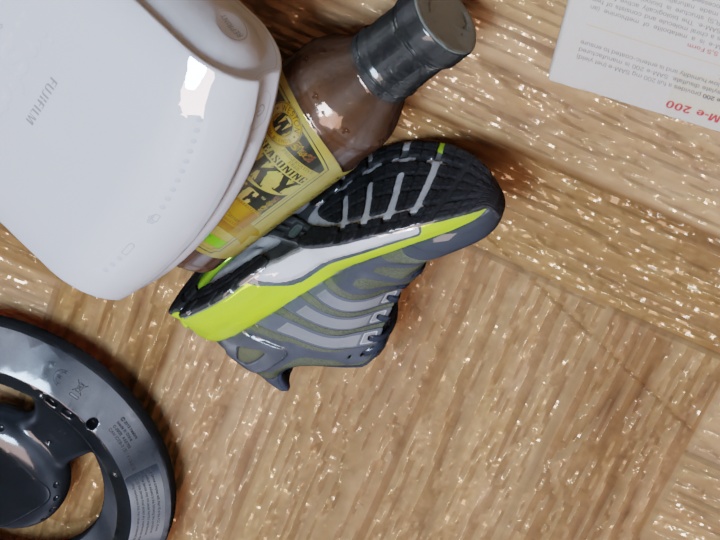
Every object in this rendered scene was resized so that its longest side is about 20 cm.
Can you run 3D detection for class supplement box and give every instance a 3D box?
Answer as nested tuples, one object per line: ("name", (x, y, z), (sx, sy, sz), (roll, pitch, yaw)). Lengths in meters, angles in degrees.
("supplement box", (0.167, -0.160, 1.256), (0.126, 0.074, 0.201), (18, 129, 5))

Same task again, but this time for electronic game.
("electronic game", (-0.196, 0.105, 1.605), (0.199, 0.042, 0.201), (10, 128, 13))

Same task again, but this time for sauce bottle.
("sauce bottle", (-0.027, -0.071, 1.399), (0.065, 0.065, 0.200), (42, 127, -14))

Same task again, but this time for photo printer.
("photo printer", (-0.136, -0.095, 1.375), (0.200, 0.069, 0.167), (44, 127, 10))

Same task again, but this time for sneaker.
("sneaker", (0.000, 0.000, 1.447), (0.200, 0.074, 0.081), (-23, 122, 40))
